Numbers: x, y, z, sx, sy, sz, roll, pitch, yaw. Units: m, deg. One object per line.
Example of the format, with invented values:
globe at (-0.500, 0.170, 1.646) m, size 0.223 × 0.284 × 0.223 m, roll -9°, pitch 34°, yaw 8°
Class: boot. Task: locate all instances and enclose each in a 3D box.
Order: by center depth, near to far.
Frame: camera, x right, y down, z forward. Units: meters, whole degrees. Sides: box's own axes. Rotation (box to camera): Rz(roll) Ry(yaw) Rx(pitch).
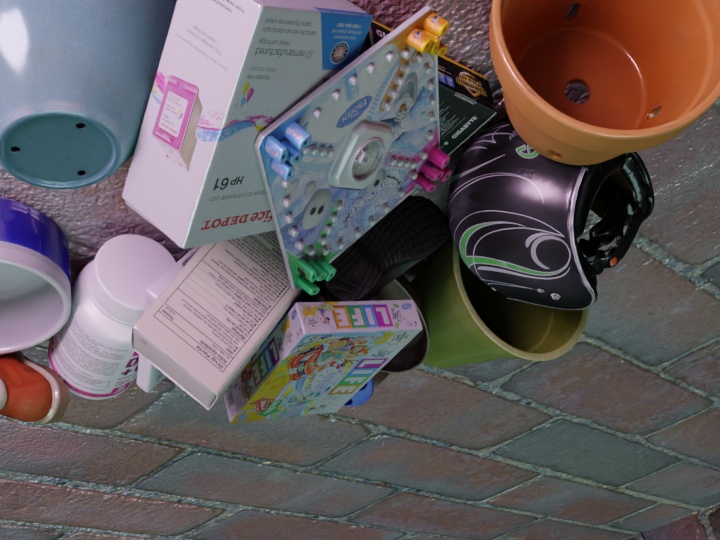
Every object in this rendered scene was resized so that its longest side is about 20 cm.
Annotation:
boot at (0.000, 0.000, 0.984) m, size 0.199 × 0.070 × 0.132 m, roll -30°, pitch 170°, yaw -38°
boot at (-0.437, 0.116, 1.061) m, size 0.198 × 0.076 × 0.107 m, roll 18°, pitch -178°, yaw 30°

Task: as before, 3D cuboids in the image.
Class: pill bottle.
pill bottle at (-0.280, 0.054, 1.057) m, size 0.112 × 0.115 × 0.200 m, roll 7°, pitch 144°, yaw -28°

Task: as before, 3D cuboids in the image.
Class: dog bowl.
dog bowl at (-0.407, 0.009, 0.975) m, size 0.197 × 0.080 × 0.201 m, roll -9°, pitch 148°, yaw -5°

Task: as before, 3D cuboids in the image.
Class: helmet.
helmet at (0.182, -0.064, 0.956) m, size 0.189 × 0.203 × 0.199 m, roll 12°, pitch 172°, yaw 46°

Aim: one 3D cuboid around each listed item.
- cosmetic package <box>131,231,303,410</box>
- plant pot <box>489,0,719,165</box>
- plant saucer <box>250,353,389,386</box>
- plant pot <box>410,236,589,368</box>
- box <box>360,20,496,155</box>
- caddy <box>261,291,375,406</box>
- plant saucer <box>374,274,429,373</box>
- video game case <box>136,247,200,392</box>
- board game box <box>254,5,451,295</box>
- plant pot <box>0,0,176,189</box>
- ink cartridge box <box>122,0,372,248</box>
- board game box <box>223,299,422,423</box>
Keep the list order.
cosmetic package at (-0.117, 0.020, 0.888) m, size 0.103 × 0.201 × 0.087 m, roll 39°, pitch 157°, yaw 0°
plant pot at (0.199, -0.180, 0.792) m, size 0.197 × 0.203 × 0.140 m, roll -9°, pitch 166°, yaw -4°
plant saucer at (-0.056, 0.139, 1.258) m, size 0.197 × 0.037 × 0.200 m, roll 5°, pitch 174°, yaw 1°
plant pot at (0.142, 0.035, 1.134) m, size 0.197 × 0.203 × 0.190 m, roll 7°, pitch 157°, yaw -29°
box at (0.010, -0.138, 0.913) m, size 0.158 × 0.050 × 0.200 m, roll 17°, pitch 139°, yaw -35°
caddy at (-0.058, 0.074, 1.087) m, size 0.199 × 0.105 × 0.142 m, roll 38°, pitch 146°, yaw 3°
plant saucer at (0.003, 0.039, 1.116) m, size 0.198 × 0.035 × 0.202 m, roll 25°, pitch 141°, yaw 22°
video game case at (-0.174, 0.025, 1.024) m, size 0.182 × 0.024 × 0.201 m, roll -47°, pitch 168°, yaw -35°
board game box at (0.006, -0.095, 0.804) m, size 0.200 × 0.026 × 0.201 m, roll -41°, pitch 150°, yaw -21°
plant pot at (-0.238, -0.145, 0.730) m, size 0.197 × 0.136 × 0.201 m, roll -8°, pitch 149°, yaw -5°
ink cartridge box at (-0.091, -0.129, 0.740) m, size 0.144 × 0.084 × 0.202 m, roll -16°, pitch 137°, yaw -53°
board game box at (-0.043, 0.094, 0.944) m, size 0.133 × 0.035 × 0.200 m, roll -1°, pitch 149°, yaw -31°
